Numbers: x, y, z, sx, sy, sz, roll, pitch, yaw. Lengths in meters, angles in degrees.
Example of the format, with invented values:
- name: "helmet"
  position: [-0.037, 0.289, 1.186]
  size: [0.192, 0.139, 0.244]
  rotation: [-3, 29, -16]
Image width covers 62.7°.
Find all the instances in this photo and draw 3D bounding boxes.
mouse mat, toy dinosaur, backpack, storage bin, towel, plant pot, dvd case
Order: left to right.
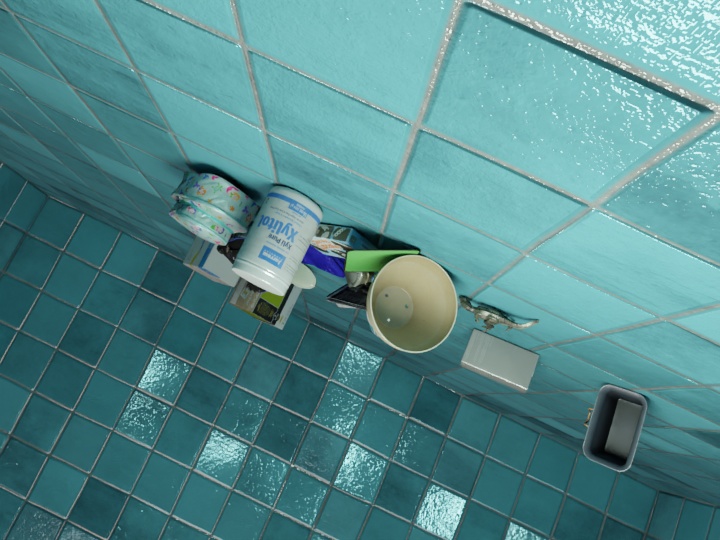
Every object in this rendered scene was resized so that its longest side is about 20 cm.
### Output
- name: "backpack"
  position: [-0.347, -0.150, 1.405]
  size: [0.198, 0.153, 0.177]
  rotation: [4, 155, 48]
- name: "backpack"
  position: [-0.245, -0.050, 1.530]
  size: [0.184, 0.147, 0.199]
  rotation: [53, 152, -18]
- name: "towel"
  position: [-0.130, -0.043, 1.616]
  size: [0.197, 0.050, 0.148]
  rotation: [17, 166, 34]
- name: "dvd case"
  position: [0.023, 0.056, 1.539]
  size: [0.198, 0.148, 0.016]
  rotation: [11, 124, 49]
- name: "mouse mat"
  position: [0.043, -0.021, 1.306]
  size: [0.157, 0.008, 0.200]
  rotation: [-1, 167, -4]
- name: "plant pot"
  position: [0.094, 0.077, 1.291]
  size: [0.198, 0.203, 0.134]
  rotation: [28, 166, -13]
- name: "toy dinosaur"
  position: [0.320, 0.115, 1.384]
  size: [0.197, 0.048, 0.088]
  rotation: [16, 158, 27]
- name: "storage bin"
  position: [0.684, 0.420, 1.579]
  size: [0.144, 0.204, 0.134]
  rotation: [15, 174, 39]

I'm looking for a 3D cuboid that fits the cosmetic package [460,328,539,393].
- name: "cosmetic package"
  position: [0.391, 0.254, 1.662]
  size: [0.197, 0.108, 0.090]
  rotation: [24, 168, 15]

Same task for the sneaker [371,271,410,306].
- name: "sneaker"
  position: [0.109, 0.053, 1.399]
  size: [0.197, 0.077, 0.104]
  rotation: [19, -168, 28]

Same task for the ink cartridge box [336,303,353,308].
- name: "ink cartridge box"
  position: [0.027, 0.077, 1.665]
  size: [0.196, 0.058, 0.163]
  rotation: [9, 167, 9]

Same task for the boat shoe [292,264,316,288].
- name: "boat shoe"
  position: [-0.218, 0.009, 1.956]
  size: [0.200, 0.073, 0.060]
  rotation: [27, 171, 26]

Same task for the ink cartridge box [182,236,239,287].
- name: "ink cartridge box"
  position: [-0.525, -0.047, 2.157]
  size: [0.146, 0.147, 0.198]
  rotation: [35, 165, -35]

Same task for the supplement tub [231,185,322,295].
- name: "supplement tub"
  position: [-0.175, -0.064, 1.263]
  size: [0.130, 0.203, 0.132]
  rotation: [23, 167, 6]

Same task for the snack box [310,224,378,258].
- name: "snack box"
  position: [-0.055, -0.066, 1.393]
  size: [0.198, 0.038, 0.116]
  rotation: [12, 163, 47]

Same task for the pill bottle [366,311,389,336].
- name: "pill bottle"
  position: [0.077, 0.147, 1.835]
  size: [0.109, 0.112, 0.200]
  rotation: [23, 167, 9]

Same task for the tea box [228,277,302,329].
- name: "tea box"
  position: [-0.347, 0.081, 2.195]
  size: [0.132, 0.203, 0.196]
  rotation: [14, 162, 42]

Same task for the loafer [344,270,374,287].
- name: "loafer"
  position: [0.000, 0.000, 1.503]
  size: [0.068, 0.077, 0.200]
  rotation: [-16, 179, -8]
